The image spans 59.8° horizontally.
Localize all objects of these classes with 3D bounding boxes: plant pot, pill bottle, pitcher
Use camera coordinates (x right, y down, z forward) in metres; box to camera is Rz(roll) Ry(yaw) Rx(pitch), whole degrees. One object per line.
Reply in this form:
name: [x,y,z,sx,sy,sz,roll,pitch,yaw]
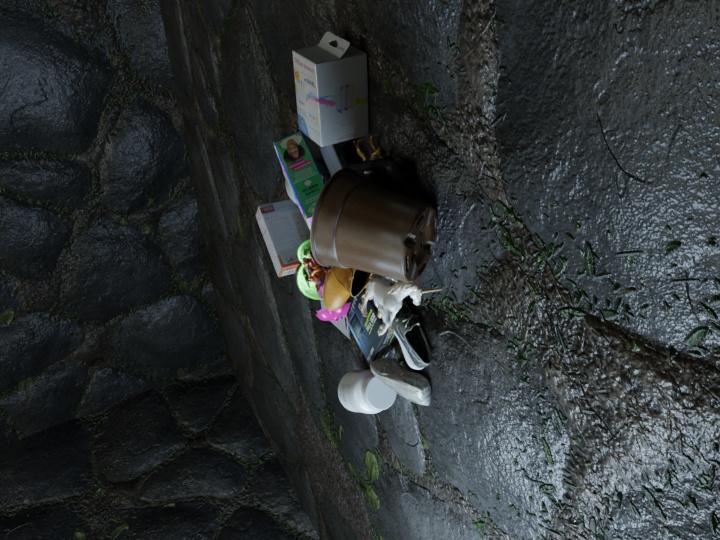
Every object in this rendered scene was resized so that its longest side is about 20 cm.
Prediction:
plant pot: [0.035,-0.078,1.229,0.195,0.200,0.204,18,130,24]
pill bottle: [0.020,0.328,1.699,0.199,0.112,0.117,-24,85,67]
pitcher: [-0.138,-0.217,1.683,0.174,0.119,0.200,67,171,-23]

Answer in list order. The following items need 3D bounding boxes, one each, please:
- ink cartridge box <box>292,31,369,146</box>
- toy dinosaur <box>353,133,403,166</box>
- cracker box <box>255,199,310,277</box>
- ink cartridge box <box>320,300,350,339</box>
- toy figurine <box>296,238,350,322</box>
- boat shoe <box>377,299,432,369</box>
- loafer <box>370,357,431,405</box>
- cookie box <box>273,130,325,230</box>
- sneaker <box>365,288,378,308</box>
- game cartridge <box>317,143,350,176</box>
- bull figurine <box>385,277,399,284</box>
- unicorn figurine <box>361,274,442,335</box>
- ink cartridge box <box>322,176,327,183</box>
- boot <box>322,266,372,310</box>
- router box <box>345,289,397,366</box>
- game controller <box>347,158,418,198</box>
ink cartridge box: [-0.064,-0.395,1.349,0.128,0.123,0.204,43,145,48]
toy dinosaur: [0.020,-0.234,1.358,0.199,0.059,0.109,9,116,65]
cracker box: [-0.197,-0.094,1.742,0.204,0.131,0.058,67,151,19]
ink cartridge box: [-0.067,0.119,1.849,0.200,0.036,0.097,-142,40,-57]
toy figurine: [-0.089,0.042,1.626,0.185,0.147,0.203,-116,3,-55]
boat shoe: [0.110,0.125,1.420,0.203,0.071,0.071,61,149,-1]
loafer: [0.095,0.271,1.527,0.198,0.069,0.071,23,135,51]
cookie box: [-0.121,-0.190,1.456,0.172,0.074,0.203,82,163,-74]
sneaker: [0.000,0.000,1.504,0.107,0.070,0.205,-16,86,29]
game cartridge: [-0.039,-0.220,1.447,0.203,0.040,0.133,65,-164,16]
bull figurine: [0.058,-0.051,1.400,0.121,0.064,0.204,-4,109,60]
unicorn figurine: [0.063,0.063,1.346,0.198,0.073,0.140,32,119,36]
ink cartridge box: [-0.047,-0.131,1.575,0.116,0.067,0.203,54,152,37]
boot: [-0.030,0.029,1.402,0.145,0.069,0.205,-110,40,-64]
router box: [0.033,0.129,1.589,0.152,0.061,0.202,59,154,25]
game controller: [0.042,-0.187,1.318,0.199,0.042,0.105,8,134,59]
